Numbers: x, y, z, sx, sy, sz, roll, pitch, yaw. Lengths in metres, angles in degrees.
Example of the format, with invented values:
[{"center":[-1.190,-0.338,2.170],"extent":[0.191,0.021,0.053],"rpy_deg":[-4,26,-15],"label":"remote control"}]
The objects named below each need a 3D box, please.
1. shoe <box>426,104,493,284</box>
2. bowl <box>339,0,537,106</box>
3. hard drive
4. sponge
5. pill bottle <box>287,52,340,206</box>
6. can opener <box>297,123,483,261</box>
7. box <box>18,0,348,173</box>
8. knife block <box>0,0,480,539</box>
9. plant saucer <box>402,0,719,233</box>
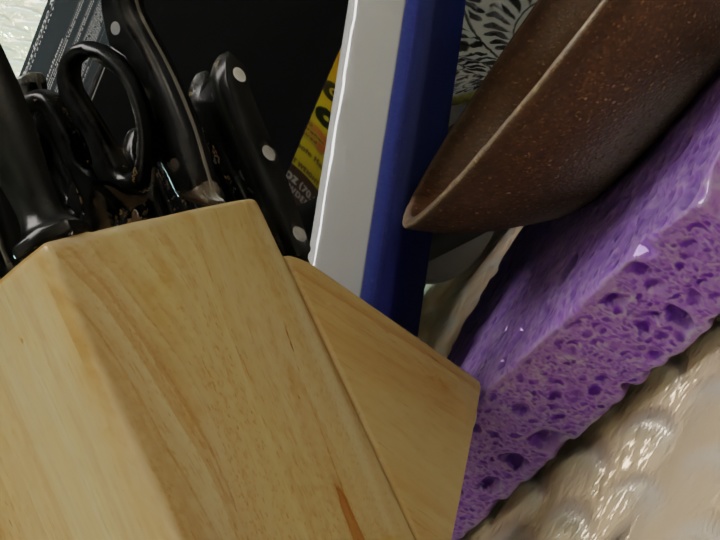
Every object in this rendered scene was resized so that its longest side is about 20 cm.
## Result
[{"center":[0.064,-0.092,1.013],"extent":[0.200,0.071,0.091],"rpy_deg":[-57,8,28],"label":"shoe"},{"center":[0.081,-0.140,0.869],"extent":[0.201,0.094,0.201],"rpy_deg":[-28,53,46],"label":"bowl"},{"center":[0.007,-0.024,0.750],"extent":[0.132,0.025,0.200],"rpy_deg":[74,-156,-76],"label":"hard drive"},{"center":[0.071,-0.008,0.639],"extent":[0.112,0.030,0.200],"rpy_deg":[-58,5,-32],"label":"sponge"},{"center":[-0.046,-0.049,1.062],"extent":[0.109,0.109,0.200],"rpy_deg":[-52,12,37],"label":"pill bottle"},{"center":[0.000,0.000,0.921],"extent":[0.200,0.067,0.053],"rpy_deg":[-32,-17,30],"label":"can opener"},{"center":[-0.046,-0.121,0.867],"extent":[0.200,0.079,0.141],"rpy_deg":[-66,21,15],"label":"box"},{"center":[-0.062,0.031,0.582],"extent":[0.064,0.175,0.200],"rpy_deg":[-36,29,42],"label":"knife block"},{"center":[0.083,-0.082,0.652],"extent":[0.201,0.037,0.200],"rpy_deg":[-53,5,6],"label":"plant saucer"}]
